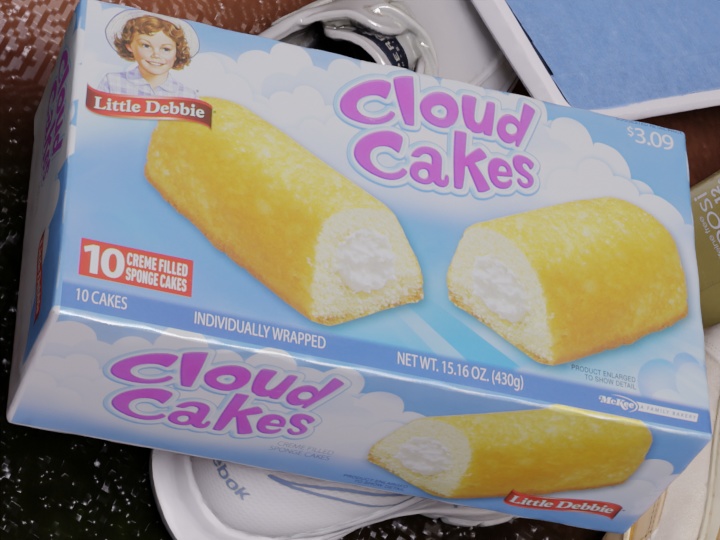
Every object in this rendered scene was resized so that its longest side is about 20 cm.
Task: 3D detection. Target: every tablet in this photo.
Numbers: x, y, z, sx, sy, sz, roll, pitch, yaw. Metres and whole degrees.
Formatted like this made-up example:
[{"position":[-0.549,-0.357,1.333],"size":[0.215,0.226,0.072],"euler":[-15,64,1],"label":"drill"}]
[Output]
[{"position":[0.110,-0.117,0.916],"size":[0.199,0.014,0.131],"euler":[-12,66,-44],"label":"tablet"}]

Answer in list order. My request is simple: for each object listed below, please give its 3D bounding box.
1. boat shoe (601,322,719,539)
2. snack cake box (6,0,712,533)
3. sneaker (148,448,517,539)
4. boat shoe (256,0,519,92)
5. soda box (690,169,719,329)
[{"position":[0.118,0.109,0.835],"size":[0.074,0.069,0.201],"euler":[36,62,-33],"label":"boat shoe"},{"position":[0.000,0.000,0.714],"size":[0.199,0.067,0.116],"euler":[11,55,-16],"label":"snack cake box"},{"position":[0.030,0.050,0.795],"size":[0.199,0.087,0.075],"euler":[-17,79,-35],"label":"sneaker"},{"position":[-0.004,-0.065,0.830],"size":[0.199,0.066,0.072],"euler":[-25,85,-34],"label":"boat shoe"},{"position":[0.203,-0.039,0.939],"size":[0.199,0.068,0.064],"euler":[-28,88,-35],"label":"soda box"}]
